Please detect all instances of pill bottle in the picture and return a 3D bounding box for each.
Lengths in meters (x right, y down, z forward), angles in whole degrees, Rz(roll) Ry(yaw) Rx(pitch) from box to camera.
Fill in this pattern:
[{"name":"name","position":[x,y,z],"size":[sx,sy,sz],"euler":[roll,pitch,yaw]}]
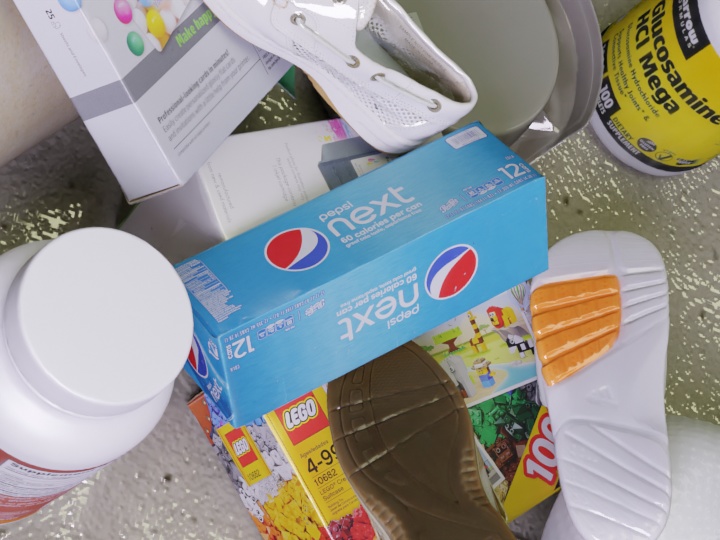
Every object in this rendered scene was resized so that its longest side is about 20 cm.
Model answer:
[{"name":"pill bottle","position":[0.235,-0.144,1.276],"size":[0.112,0.200,0.113],"euler":[10,66,-25]},{"name":"pill bottle","position":[-0.158,0.051,0.987],"size":[0.112,0.200,0.113],"euler":[10,66,-25]}]

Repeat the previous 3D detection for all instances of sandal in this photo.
[{"name":"sandal","position":[0.132,0.072,1.130],"size":[0.079,0.059,0.207],"euler":[2,57,1]}]

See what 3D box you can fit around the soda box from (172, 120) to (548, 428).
[{"name":"soda box","position":[0.000,0.000,1.054],"size":[0.200,0.068,0.064],"euler":[-26,45,-20]}]

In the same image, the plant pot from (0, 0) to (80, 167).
[{"name":"plant pot","position":[-0.216,-0.125,1.045],"size":[0.183,0.200,0.201],"euler":[-29,87,-45]}]

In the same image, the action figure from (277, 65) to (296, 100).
[{"name":"action figure","position":[-0.069,-0.186,1.209],"size":[0.118,0.055,0.200],"euler":[25,52,-6]}]

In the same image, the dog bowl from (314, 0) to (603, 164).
[{"name":"dog bowl","position":[0.053,-0.143,1.261],"size":[0.199,0.059,0.201],"euler":[10,66,-25]}]

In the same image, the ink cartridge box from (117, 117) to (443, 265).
[{"name":"ink cartridge box","position":[-0.022,-0.035,1.143],"size":[0.199,0.117,0.068],"euler":[-12,73,-32]}]

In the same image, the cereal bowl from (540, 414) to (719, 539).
[{"name":"cereal bowl","position":[0.196,0.186,1.158],"size":[0.200,0.083,0.201],"euler":[-4,96,-39]}]

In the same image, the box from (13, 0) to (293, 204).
[{"name":"box","position":[-0.117,-0.158,1.018],"size":[0.200,0.041,0.156],"euler":[61,35,-18]}]

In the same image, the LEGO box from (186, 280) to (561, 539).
[{"name":"LEGO box","position":[0.027,0.088,1.148],"size":[0.200,0.077,0.149],"euler":[-28,87,-34]}]

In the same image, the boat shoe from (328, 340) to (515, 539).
[{"name":"boat shoe","position":[0.035,0.124,1.037],"size":[0.074,0.066,0.200],"euler":[-17,54,-7]}]

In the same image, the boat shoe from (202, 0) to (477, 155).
[{"name":"boat shoe","position":[-0.015,-0.141,1.051],"size":[0.200,0.069,0.071],"euler":[38,48,-30]}]
